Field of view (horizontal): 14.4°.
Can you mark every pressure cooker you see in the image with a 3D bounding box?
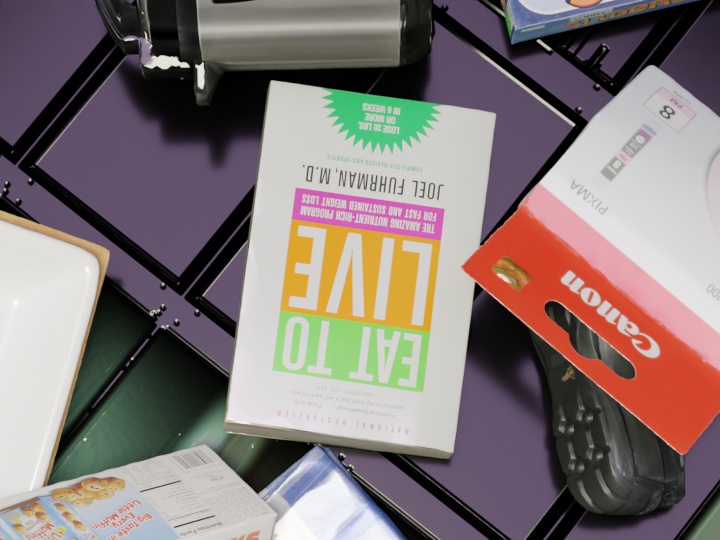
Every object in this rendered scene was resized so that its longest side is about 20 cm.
[{"bbox_3d":[-0.058,-0.195,1.601,0.200,0.179,0.176,-1,44,0],"label":"pressure cooker"}]

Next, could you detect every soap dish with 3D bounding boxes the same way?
[{"bbox_3d":[-0.240,0.060,1.575,0.157,0.081,0.200,19,79,-24],"label":"soap dish"}]

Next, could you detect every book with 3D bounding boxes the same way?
[{"bbox_3d":[0.000,0.000,1.632,0.133,0.048,0.200,7,78,-3],"label":"book"}]

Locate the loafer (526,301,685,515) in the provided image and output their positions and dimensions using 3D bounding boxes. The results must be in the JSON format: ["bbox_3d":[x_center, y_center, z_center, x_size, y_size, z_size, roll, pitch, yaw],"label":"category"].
[{"bbox_3d":[0.139,0.042,1.616,0.070,0.068,0.201,3,67,-37],"label":"loafer"}]

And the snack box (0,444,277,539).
[{"bbox_3d":[-0.144,0.142,1.538,0.200,0.024,0.072,-13,41,-38],"label":"snack box"}]

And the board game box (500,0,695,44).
[{"bbox_3d":[0.170,-0.221,1.674,0.200,0.034,0.136,-14,79,-3],"label":"board game box"}]

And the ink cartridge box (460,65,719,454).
[{"bbox_3d":[0.171,-0.011,1.575,0.162,0.057,0.200,40,39,7],"label":"ink cartridge box"}]

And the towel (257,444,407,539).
[{"bbox_3d":[-0.051,0.211,1.599,0.200,0.024,0.147,-40,83,-7],"label":"towel"}]
